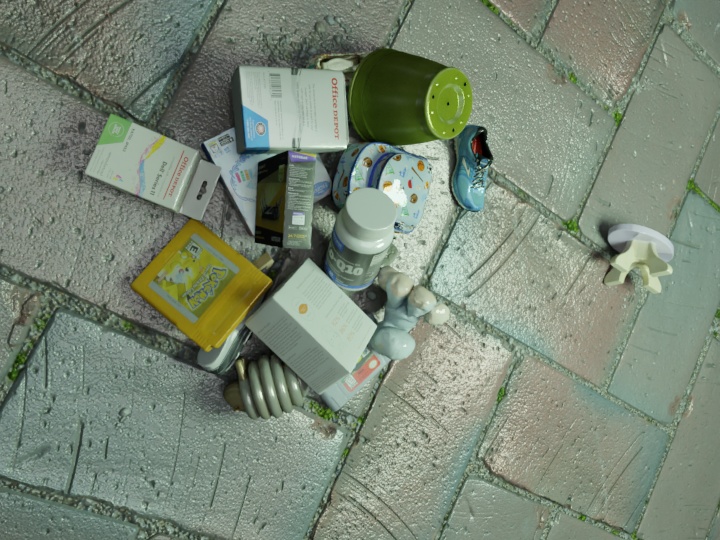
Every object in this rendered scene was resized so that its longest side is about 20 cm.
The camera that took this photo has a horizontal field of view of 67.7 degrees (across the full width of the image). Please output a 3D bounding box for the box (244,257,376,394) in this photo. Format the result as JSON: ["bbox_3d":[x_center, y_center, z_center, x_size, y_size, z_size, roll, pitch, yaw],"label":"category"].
[{"bbox_3d":[-0.091,0.105,1.037,0.200,0.106,0.152,45,37,-6],"label":"box"}]

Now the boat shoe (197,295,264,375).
[{"bbox_3d":[-0.240,0.112,1.056,0.201,0.071,0.068,-64,147,-21],"label":"boat shoe"}]

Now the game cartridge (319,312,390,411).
[{"bbox_3d":[-0.024,0.191,1.168,0.200,0.041,0.133,-42,104,-15],"label":"game cartridge"}]

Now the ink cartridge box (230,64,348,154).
[{"bbox_3d":[-0.133,-0.297,1.011,0.199,0.086,0.148,-6,96,-25],"label":"ink cartridge box"}]

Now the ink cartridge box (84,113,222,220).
[{"bbox_3d":[-0.361,-0.179,0.956,0.199,0.067,0.118,22,85,-10],"label":"ink cartridge box"}]

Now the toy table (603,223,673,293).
[{"bbox_3d":[0.731,-0.028,1.407,0.199,0.184,0.118,22,69,-11],"label":"toy table"}]

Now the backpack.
[{"bbox_3d":[0.043,-0.171,1.098,0.189,0.154,0.201,12,89,-28],"label":"backpack"}]

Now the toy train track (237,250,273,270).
[{"bbox_3d":[-0.252,0.038,1.048,0.200,0.115,0.033,-36,149,-5],"label":"toy train track"}]

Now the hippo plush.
[{"bbox_3d":[0.066,0.096,1.119,0.159,0.200,0.161,38,86,-20],"label":"hippo plush"}]

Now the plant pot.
[{"bbox_3d":[0.111,-0.335,1.069,0.199,0.192,0.202,-15,116,-34],"label":"plant pot"}]

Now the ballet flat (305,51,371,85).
[{"bbox_3d":[-0.016,-0.417,1.110,0.199,0.064,0.076,-15,99,-22],"label":"ballet flat"}]

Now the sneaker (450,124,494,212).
[{"bbox_3d":[0.259,-0.234,1.226,0.078,0.090,0.202,-8,98,-22],"label":"sneaker"}]

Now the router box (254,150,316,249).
[{"bbox_3d":[-0.139,-0.122,0.958,0.052,0.200,0.158,2,94,-25],"label":"router box"}]

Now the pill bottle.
[{"bbox_3d":[-0.001,-0.057,1.020,0.113,0.200,0.114,6,57,-10],"label":"pill bottle"}]

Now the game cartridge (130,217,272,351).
[{"bbox_3d":[-0.293,0.026,0.994,0.200,0.032,0.177,37,78,9],"label":"game cartridge"}]

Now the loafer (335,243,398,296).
[{"bbox_3d":[0.000,0.000,1.151,0.199,0.070,0.070,-31,71,-30],"label":"loafer"}]

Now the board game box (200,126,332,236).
[{"bbox_3d":[-0.178,-0.202,1.067,0.199,0.043,0.200,-31,105,-18],"label":"board game box"}]

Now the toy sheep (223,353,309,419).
[{"bbox_3d":[-0.171,0.223,1.057,0.199,0.138,0.139,-15,100,-3],"label":"toy sheep"}]
